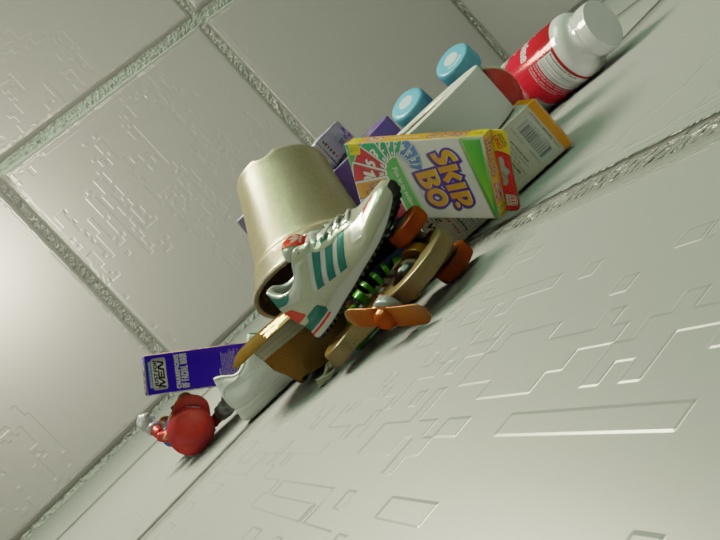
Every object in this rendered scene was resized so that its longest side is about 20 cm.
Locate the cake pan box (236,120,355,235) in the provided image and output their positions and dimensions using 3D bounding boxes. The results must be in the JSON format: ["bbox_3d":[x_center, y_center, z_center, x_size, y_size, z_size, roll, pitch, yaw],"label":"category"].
[{"bbox_3d":[-0.097,-0.146,1.350,0.184,0.052,0.200,-40,10,20],"label":"cake pan box"}]

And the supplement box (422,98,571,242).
[{"bbox_3d":[0.154,-0.117,1.055,0.200,0.074,0.126,-42,6,9],"label":"supplement box"}]

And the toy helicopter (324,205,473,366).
[{"bbox_3d":[0.026,0.037,0.873,0.200,0.079,0.132,-48,11,30],"label":"toy helicopter"}]

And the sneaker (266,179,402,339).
[{"bbox_3d":[-0.034,-0.023,0.908,0.200,0.093,0.070,-59,1,27],"label":"sneaker"}]

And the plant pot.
[{"bbox_3d":[-0.079,-0.062,1.158,0.200,0.184,0.201,-20,-25,-10],"label":"plant pot"}]

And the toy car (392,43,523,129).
[{"bbox_3d":[0.170,-0.183,1.207,0.177,0.184,0.200,-41,34,20],"label":"toy car"}]

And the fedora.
[{"bbox_3d":[-0.066,0.082,1.057,0.200,0.082,0.201,-40,-2,-2],"label":"fedora"}]

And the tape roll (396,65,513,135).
[{"bbox_3d":[0.093,-0.162,1.066,0.202,0.071,0.202,-43,7,7],"label":"tape roll"}]

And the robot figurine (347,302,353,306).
[{"bbox_3d":[0.000,0.000,1.293,0.200,0.058,0.145,-42,-5,4],"label":"robot figurine"}]

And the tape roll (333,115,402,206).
[{"bbox_3d":[-0.002,-0.142,1.328,0.200,0.085,0.200,-43,9,9],"label":"tape roll"}]

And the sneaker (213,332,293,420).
[{"bbox_3d":[-0.113,0.108,1.165,0.200,0.089,0.075,-43,4,-9],"label":"sneaker"}]

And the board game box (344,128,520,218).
[{"bbox_3d":[0.078,-0.105,0.951,0.199,0.096,0.030,1,29,34],"label":"board game box"}]

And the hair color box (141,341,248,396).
[{"bbox_3d":[-0.230,0.148,1.298,0.199,0.065,0.109,-8,-6,-17],"label":"hair color box"}]

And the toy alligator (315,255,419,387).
[{"bbox_3d":[0.007,0.044,0.968,0.200,0.054,0.059,-43,5,-6],"label":"toy alligator"}]

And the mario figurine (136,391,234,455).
[{"bbox_3d":[-0.272,0.224,1.331,0.124,0.106,0.200,-48,5,-22],"label":"mario figurine"}]

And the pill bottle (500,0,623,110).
[{"bbox_3d":[0.325,-0.345,1.389,0.112,0.112,0.200,-47,7,-38],"label":"pill bottle"}]

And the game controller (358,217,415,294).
[{"bbox_3d":[0.036,-0.014,1.053,0.104,0.042,0.200,-30,-13,6],"label":"game controller"}]
